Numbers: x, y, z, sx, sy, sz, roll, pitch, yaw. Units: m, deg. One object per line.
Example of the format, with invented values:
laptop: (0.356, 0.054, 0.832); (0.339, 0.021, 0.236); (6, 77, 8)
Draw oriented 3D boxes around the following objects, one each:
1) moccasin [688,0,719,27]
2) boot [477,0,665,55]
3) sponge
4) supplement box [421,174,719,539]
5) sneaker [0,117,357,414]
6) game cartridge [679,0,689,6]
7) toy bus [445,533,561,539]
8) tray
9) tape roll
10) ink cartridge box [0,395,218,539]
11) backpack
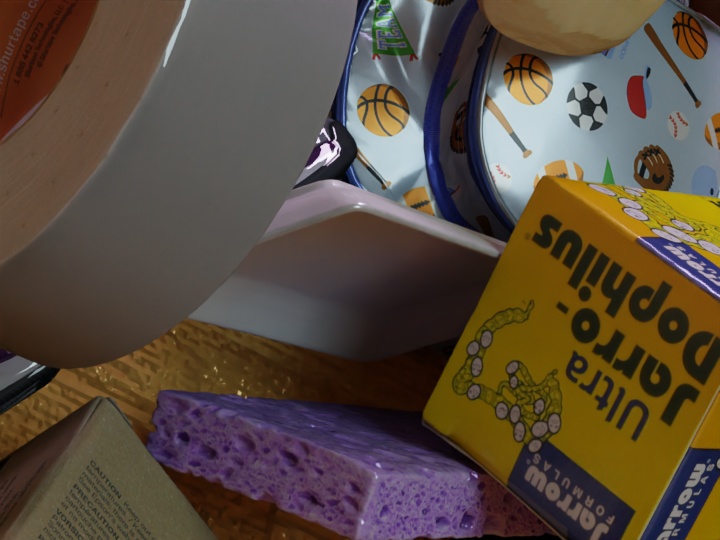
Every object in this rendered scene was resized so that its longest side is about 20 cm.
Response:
moccasin: (0.184, -0.154, 1.094); (0.074, 0.078, 0.202); (-8, 108, -41)
boot: (0.092, -0.164, 0.976); (0.201, 0.071, 0.144); (-8, 63, -44)
sponge: (0.022, 0.077, 0.955); (0.200, 0.111, 0.030); (9, 95, -52)
supplement box: (0.140, 0.042, 0.933); (0.200, 0.109, 0.110); (4, 117, -49)
sneaker: (-0.096, -0.023, 0.919); (0.200, 0.074, 0.088); (-33, 88, -21)
game cartridge: (0.142, -0.190, 1.171); (0.133, 0.041, 0.200); (-15, 111, -38)
toy bus: (0.128, 0.162, 0.990); (0.200, 0.192, 0.136); (4, 72, -40)
tray: (0.000, 0.000, 0.906); (0.200, 0.107, 0.022); (18, 57, -60)
tape roll: (-0.092, -0.072, 0.813); (0.066, 0.200, 0.201); (28, 59, -38)
ink cartridge box: (-0.081, 0.170, 0.855); (0.200, 0.075, 0.165); (53, 24, -11)
backpack: (0.058, -0.054, 1.038); (0.190, 0.154, 0.200); (25, 63, -19)
